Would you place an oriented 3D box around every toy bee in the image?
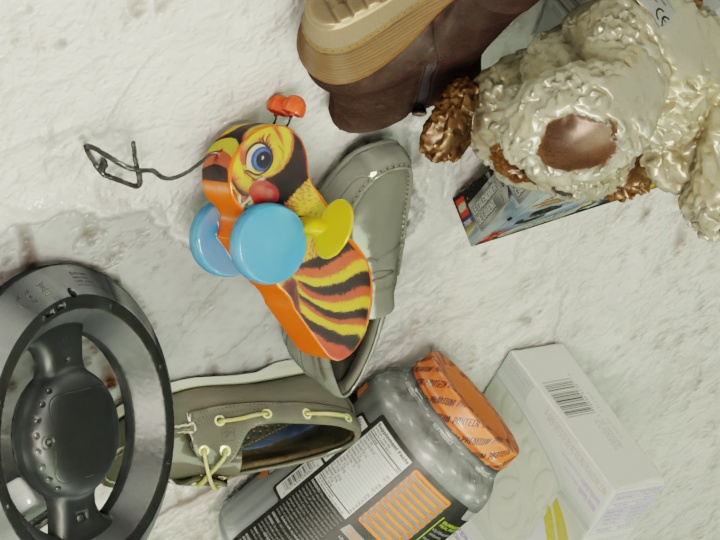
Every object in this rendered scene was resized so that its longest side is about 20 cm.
[{"bbox_3d":[-0.049,-0.043,1.391,0.109,0.131,0.200,-54,140,-15],"label":"toy bee"}]

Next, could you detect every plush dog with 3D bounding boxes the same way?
[{"bbox_3d":[0.130,-0.096,1.348,0.200,0.161,0.172,17,155,-37],"label":"plush dog"}]

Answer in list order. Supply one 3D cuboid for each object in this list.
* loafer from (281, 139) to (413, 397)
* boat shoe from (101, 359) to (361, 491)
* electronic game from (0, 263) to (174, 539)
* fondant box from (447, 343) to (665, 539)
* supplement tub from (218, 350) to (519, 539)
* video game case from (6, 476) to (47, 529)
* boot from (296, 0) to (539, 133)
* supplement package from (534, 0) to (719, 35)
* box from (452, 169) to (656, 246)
[{"bbox_3d":[0.000,0.000,1.526,0.070,0.070,0.200,-17,144,-27],"label":"loafer"},{"bbox_3d":[-0.092,0.111,1.597,0.201,0.060,0.072,-13,142,-31],"label":"boat shoe"},{"bbox_3d":[-0.176,0.096,1.412,0.042,0.200,0.200,-1,168,35],"label":"electronic game"},{"bbox_3d":[0.130,0.176,1.811,0.058,0.144,0.200,-7,139,-38],"label":"fondant box"},{"bbox_3d":[0.008,0.156,1.692,0.200,0.123,0.123,-40,148,9],"label":"supplement tub"},{"bbox_3d":[-0.275,0.193,1.502,0.200,0.023,0.182,-35,174,-1],"label":"video game case"},{"bbox_3d":[0.060,-0.152,1.365,0.200,0.072,0.166,-21,163,1],"label":"boot"},{"bbox_3d":[0.230,-0.166,1.481,0.200,0.110,0.114,-14,143,-30],"label":"supplement package"},{"bbox_3d":[0.176,-0.078,1.566,0.200,0.040,0.137,-18,171,-26],"label":"box"}]
